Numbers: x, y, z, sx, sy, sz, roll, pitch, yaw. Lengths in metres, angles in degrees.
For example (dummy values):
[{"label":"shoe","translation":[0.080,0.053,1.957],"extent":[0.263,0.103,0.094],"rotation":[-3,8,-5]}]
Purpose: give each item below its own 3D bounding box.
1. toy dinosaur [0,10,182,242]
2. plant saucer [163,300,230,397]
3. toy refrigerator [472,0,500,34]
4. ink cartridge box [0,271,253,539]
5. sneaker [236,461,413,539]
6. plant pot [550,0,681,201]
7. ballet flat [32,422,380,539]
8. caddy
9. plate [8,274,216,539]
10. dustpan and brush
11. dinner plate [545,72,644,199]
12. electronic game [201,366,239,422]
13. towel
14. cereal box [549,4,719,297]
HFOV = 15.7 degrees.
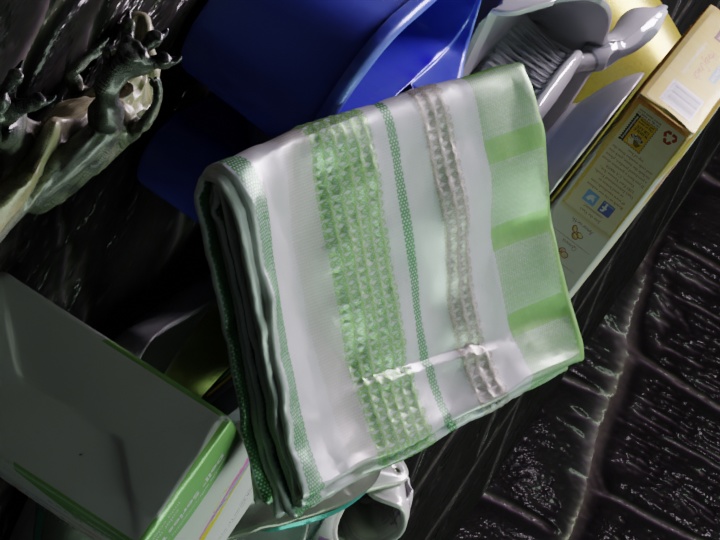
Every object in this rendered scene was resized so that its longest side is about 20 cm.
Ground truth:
[{"label":"toy dinosaur","translation":[-0.114,-0.048,0.942],"extent":[0.200,0.047,0.088],"rotation":[-45,171,-42]},{"label":"plant saucer","translation":[-0.078,0.081,1.362],"extent":[0.200,0.031,0.200],"rotation":[-57,171,-15]},{"label":"toy refrigerator","translation":[0.027,-0.112,1.359],"extent":[0.070,0.076,0.200],"rotation":[-42,160,-59]},{"label":"ink cartridge box","translation":[-0.110,0.078,1.119],"extent":[0.067,0.117,0.200],"rotation":[-56,169,-9]},{"label":"sneaker","translation":[-0.008,0.101,1.393],"extent":[0.200,0.100,0.075],"rotation":[-51,165,-49]},{"label":"plant pot","translation":[0.117,-0.121,1.585],"extent":[0.200,0.142,0.200],"rotation":[-57,171,-14]},{"label":"ballet flat","translation":[-0.069,0.100,1.255],"extent":[0.200,0.067,0.064],"rotation":[-18,120,-35]},{"label":"caddy","translation":[-0.010,-0.079,1.173],"extent":[0.200,0.105,0.142],"rotation":[-46,163,-53]},{"label":"plate","translation":[-0.120,0.085,1.345],"extent":[0.200,0.032,0.200],"rotation":[-63,169,22]},{"label":"dustpan and brush","translation":[0.103,-0.107,1.352],"extent":[0.200,0.057,0.140],"rotation":[-47,165,-50]},{"label":"dinner plate","translation":[0.075,-0.025,1.315],"extent":[0.200,0.024,0.200],"rotation":[-54,178,-3]},{"label":"electronic game","translation":[0.000,0.000,1.222],"extent":[0.200,0.042,0.200],"rotation":[-44,-178,2]},{"label":"towel","translation":[0.020,0.003,1.092],"extent":[0.200,0.031,0.149],"rotation":[-23,108,-44]},{"label":"cereal box","translation":[0.125,-0.035,1.368],"extent":[0.200,0.040,0.144],"rotation":[-54,177,32]}]
